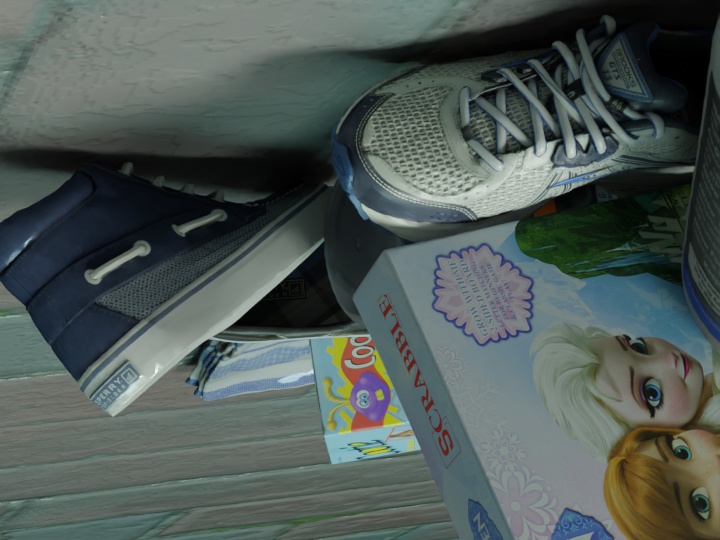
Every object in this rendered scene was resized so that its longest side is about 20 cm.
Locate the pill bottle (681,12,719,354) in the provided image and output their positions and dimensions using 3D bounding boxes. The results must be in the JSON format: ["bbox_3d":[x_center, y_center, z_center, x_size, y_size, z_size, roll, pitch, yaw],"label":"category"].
[{"bbox_3d":[0.177,-0.050,0.861,0.113,0.114,0.200,-8,148,-3],"label":"pill bottle"}]

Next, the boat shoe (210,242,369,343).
[{"bbox_3d":[0.000,0.000,1.157,0.199,0.070,0.066,-4,-178,10],"label":"boat shoe"}]

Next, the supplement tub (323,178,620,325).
[{"bbox_3d":[0.086,-0.015,1.068,0.199,0.108,0.107,-3,166,-28],"label":"supplement tub"}]

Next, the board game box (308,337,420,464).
[{"bbox_3d":[0.072,0.028,1.254,0.199,0.104,0.105,-9,168,-1],"label":"board game box"}]

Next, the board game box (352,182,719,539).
[{"bbox_3d":[0.124,0.066,0.932,0.198,0.201,0.041,-13,156,-27],"label":"board game box"}]

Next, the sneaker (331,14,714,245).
[{"bbox_3d":[0.082,-0.066,0.946,0.199,0.077,0.085,-13,164,-28],"label":"sneaker"}]

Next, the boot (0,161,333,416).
[{"bbox_3d":[-0.079,-0.018,1.046,0.073,0.090,0.200,-42,179,31],"label":"boot"}]

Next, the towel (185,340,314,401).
[{"bbox_3d":[-0.020,0.041,1.431,0.146,0.024,0.200,-7,167,-13],"label":"towel"}]
